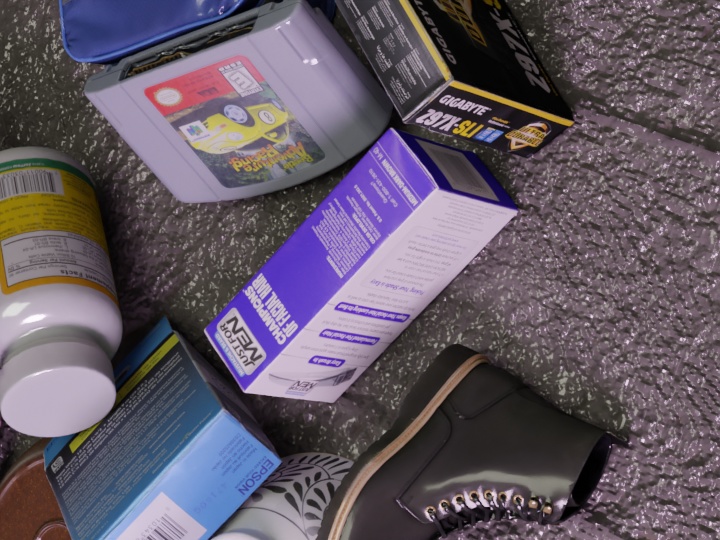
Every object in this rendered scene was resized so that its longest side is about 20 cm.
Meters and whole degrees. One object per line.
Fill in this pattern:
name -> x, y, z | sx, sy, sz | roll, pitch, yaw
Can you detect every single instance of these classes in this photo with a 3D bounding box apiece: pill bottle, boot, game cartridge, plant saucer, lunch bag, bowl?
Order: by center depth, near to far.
boot -> 0.067, 0.155, 1.409 | 0.138, 0.077, 0.200 | 25, 76, 29
bowl -> -0.060, 0.223, 1.502 | 0.200, 0.094, 0.202 | -6, 80, 33
game cartridge -> -0.083, -0.113, 1.544 | 0.199, 0.133, 0.041 | -16, 43, 35
lunch bag -> -0.133, -0.219, 1.587 | 0.199, 0.132, 0.137 | -16, 75, 31
pill bottle -> -0.236, 0.017, 1.609 | 0.113, 0.113, 0.201 | -37, 49, 25
plant saucer -> -0.219, 0.216, 1.648 | 0.200, 0.034, 0.201 | -4, 82, 34

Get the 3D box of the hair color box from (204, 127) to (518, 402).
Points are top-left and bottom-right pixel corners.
hair color box -> 0.000, 0.000, 1.482 | 0.200, 0.109, 0.065 | -48, 61, 19

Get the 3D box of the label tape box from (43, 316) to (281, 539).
label tape box -> -0.147, 0.131, 1.557 | 0.143, 0.066, 0.200 | -47, 23, 2

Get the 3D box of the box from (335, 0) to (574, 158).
box -> 0.043, -0.174, 1.445 | 0.049, 0.159, 0.200 | -39, 63, 23
